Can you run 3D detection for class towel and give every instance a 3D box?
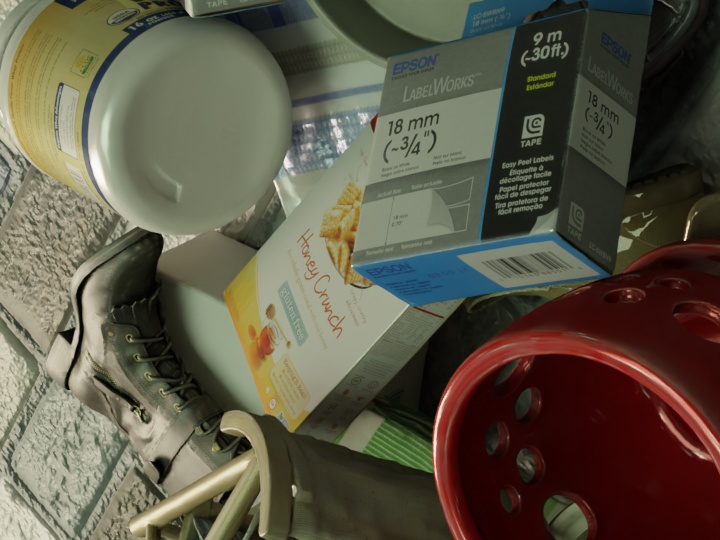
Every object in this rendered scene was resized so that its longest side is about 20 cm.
[{"bbox_3d":[0.053,0.161,1.568,0.200,0.023,0.153,25,132,-7],"label":"towel"},{"bbox_3d":[-0.019,-0.108,1.569,0.147,0.024,0.200,-7,104,43],"label":"towel"}]

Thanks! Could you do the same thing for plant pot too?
[{"bbox_3d":[0.166,0.090,1.289,0.200,0.182,0.201,16,121,30],"label":"plant pot"}]

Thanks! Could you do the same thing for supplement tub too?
[{"bbox_3d":[-0.152,-0.114,1.576,0.200,0.144,0.145,27,128,53],"label":"supplement tub"}]

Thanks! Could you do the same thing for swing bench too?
[{"bbox_3d":[-0.014,0.180,1.474,0.200,0.199,0.130,-49,32,39],"label":"swing bench"}]

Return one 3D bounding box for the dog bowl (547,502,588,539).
[{"bbox_3d":[0.207,0.207,1.467,0.200,0.074,0.200,16,121,29],"label":"dog bowl"}]

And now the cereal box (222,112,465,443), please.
[{"bbox_3d":[0.000,0.000,1.495,0.200,0.039,0.144,-49,41,25],"label":"cereal box"}]

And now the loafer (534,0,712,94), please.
[{"bbox_3d":[0.133,-0.121,1.405,0.200,0.063,0.072,-35,67,35],"label":"loafer"}]

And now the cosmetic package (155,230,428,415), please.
[{"bbox_3d":[-0.058,0.063,1.647,0.200,0.081,0.113,28,126,31],"label":"cosmetic package"}]

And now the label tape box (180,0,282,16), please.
[{"bbox_3d":[-0.102,-0.272,1.476,0.144,0.063,0.200,-127,27,-68],"label":"label tape box"}]

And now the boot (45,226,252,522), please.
[{"bbox_3d":[-0.125,0.074,1.616,0.174,0.069,0.200,45,141,15],"label":"boot"}]

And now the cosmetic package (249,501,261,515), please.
[{"bbox_3d":[0.004,0.237,1.658,0.200,0.105,0.071,38,131,21],"label":"cosmetic package"}]

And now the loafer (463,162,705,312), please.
[{"bbox_3d":[0.130,-0.005,1.445,0.200,0.076,0.068,-23,87,46],"label":"loafer"}]

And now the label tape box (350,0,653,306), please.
[{"bbox_3d":[0.080,-0.089,1.321,0.144,0.063,0.200,-10,60,40],"label":"label tape box"}]

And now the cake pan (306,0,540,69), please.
[{"bbox_3d":[0.038,-0.217,1.442,0.200,0.037,0.201,15,119,31],"label":"cake pan"}]

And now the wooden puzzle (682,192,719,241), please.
[{"bbox_3d":[0.267,0.066,1.348,0.200,0.037,0.185,23,124,27],"label":"wooden puzzle"}]
